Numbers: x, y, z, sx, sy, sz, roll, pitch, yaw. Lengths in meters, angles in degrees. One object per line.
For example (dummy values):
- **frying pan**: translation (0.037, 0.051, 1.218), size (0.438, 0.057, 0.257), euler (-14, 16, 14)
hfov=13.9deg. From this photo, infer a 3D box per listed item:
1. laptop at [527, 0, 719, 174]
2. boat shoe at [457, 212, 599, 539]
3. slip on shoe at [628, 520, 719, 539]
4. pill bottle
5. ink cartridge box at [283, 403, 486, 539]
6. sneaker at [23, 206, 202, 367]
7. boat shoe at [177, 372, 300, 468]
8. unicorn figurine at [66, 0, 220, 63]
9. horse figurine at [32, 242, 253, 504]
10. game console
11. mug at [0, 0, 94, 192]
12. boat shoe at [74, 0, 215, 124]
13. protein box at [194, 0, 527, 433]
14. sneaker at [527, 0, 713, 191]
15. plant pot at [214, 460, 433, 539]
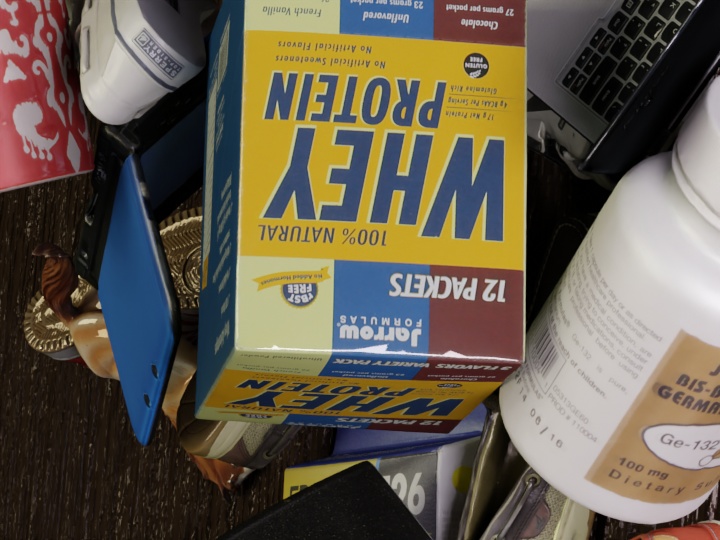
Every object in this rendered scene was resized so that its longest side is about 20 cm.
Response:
- **laptop**: translation (0.132, -0.148, 1.342), size (0.187, 0.116, 0.200), euler (-55, 44, 9)
- **boat shoe**: translation (0.092, 0.067, 1.499), size (0.073, 0.065, 0.200), euler (14, 95, 65)
- **slip on shoe**: translation (0.118, 0.171, 1.431), size (0.200, 0.061, 0.074), euler (-43, 49, 54)
- **pill bottle**: translation (0.152, 0.011, 1.338), size (0.200, 0.114, 0.114), euler (-62, 34, 37)
- **ink cartridge box**: translation (0.012, 0.152, 1.666), size (0.198, 0.047, 0.200), euler (-15, 73, 63)
- **sneaker**: translation (-0.109, 0.021, 1.927), size (0.200, 0.112, 0.071), euler (-19, 61, 28)
- **boat shoe**: translation (-0.029, 0.034, 1.734), size (0.200, 0.065, 0.073), euler (-49, 40, 18)
- **unicorn figurine**: translation (-0.163, -0.164, 1.712), size (0.200, 0.137, 0.074), euler (64, 174, -12)
- **horse figurine**: translation (-0.125, 0.046, 1.843), size (0.133, 0.200, 0.050), euler (-49, 11, 43)
- **game console**: translation (-0.096, -0.022, 1.691), size (0.118, 0.171, 0.200), euler (43, 156, 9)
- **mug**: translation (-0.231, -0.136, 1.598), size (0.133, 0.177, 0.200), euler (-11, 94, 30)
- **boat shoe**: translation (-0.126, -0.134, 1.600), size (0.065, 0.074, 0.200), euler (-42, 13, 13)
- **protein box**: translation (-0.003, -0.037, 1.430), size (0.199, 0.135, 0.200), euler (124, 148, -75)
- **sneaker**: translation (0.109, -0.078, 1.489), size (0.200, 0.074, 0.089), euler (-28, 58, 59)
- **plant pot**: translation (-0.037, 0.248, 1.513), size (0.200, 0.177, 0.200), euler (49, 140, 41)
